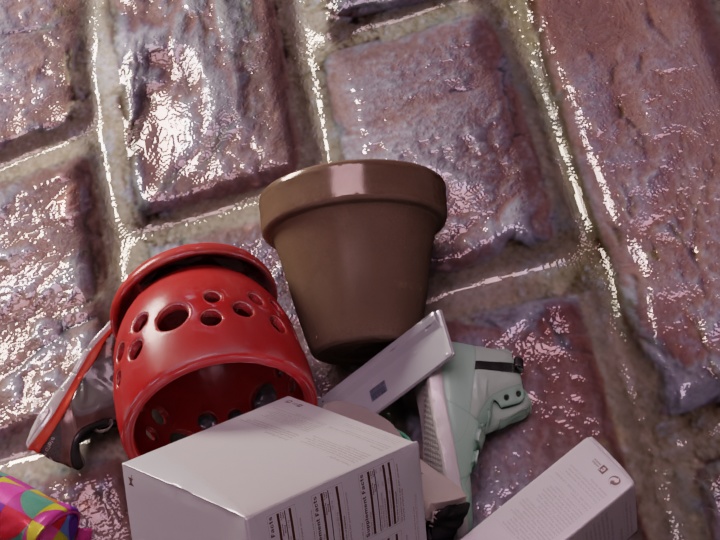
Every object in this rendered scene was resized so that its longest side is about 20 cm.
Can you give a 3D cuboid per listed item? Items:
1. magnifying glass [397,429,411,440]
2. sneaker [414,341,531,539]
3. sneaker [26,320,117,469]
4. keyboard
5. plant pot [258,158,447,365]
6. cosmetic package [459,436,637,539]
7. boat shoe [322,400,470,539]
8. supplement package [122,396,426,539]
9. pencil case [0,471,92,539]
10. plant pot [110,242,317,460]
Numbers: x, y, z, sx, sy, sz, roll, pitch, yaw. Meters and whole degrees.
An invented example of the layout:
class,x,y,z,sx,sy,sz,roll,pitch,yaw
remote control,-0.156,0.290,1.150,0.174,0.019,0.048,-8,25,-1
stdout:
class,x,y,z,sx,sy,sz,roll,pitch,yaw
magnifying glass,-0.006,0.242,1.723,0.079,0.022,0.201,17,62,22
sneaker,0.121,0.165,1.718,0.117,0.074,0.203,1,70,-17
sneaker,-0.268,0.126,1.840,0.081,0.077,0.201,34,67,0
keyboard,0.017,0.114,1.743,0.200,0.011,0.057,-39,54,29
plant pot,0.000,0.000,1.803,0.198,0.200,0.177,-8,73,6
cosmetic package,0.164,0.258,1.629,0.199,0.102,0.074,-35,56,-14
boat shoe,0.018,0.213,1.682,0.074,0.094,0.200,-4,31,-38
supplement package,-0.075,0.230,1.578,0.199,0.149,0.190,-19,22,-38
pencil case,-0.374,0.241,1.765,0.199,0.089,0.089,24,64,23
plant pot,-0.158,0.086,1.752,0.198,0.201,0.184,-20,50,-2
